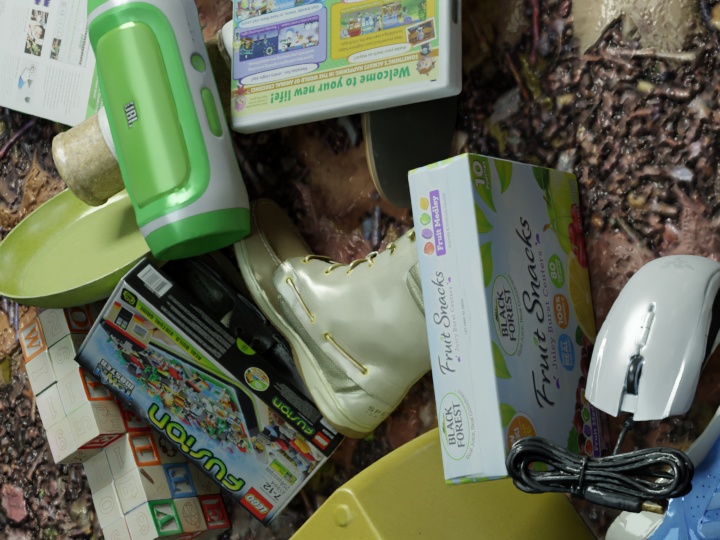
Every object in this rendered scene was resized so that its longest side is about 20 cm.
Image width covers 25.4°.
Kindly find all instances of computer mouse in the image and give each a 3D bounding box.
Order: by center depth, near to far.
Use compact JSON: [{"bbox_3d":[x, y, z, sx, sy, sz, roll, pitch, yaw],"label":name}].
[{"bbox_3d":[0.171,0.056,0.975,0.109,0.044,0.201,6,52,31],"label":"computer mouse"}]

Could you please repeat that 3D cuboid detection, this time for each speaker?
[{"bbox_3d":[-0.142,-0.114,1.175,0.088,0.088,0.202,-21,80,35],"label":"speaker"}]

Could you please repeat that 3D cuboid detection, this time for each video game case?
[{"bbox_3d":[-0.013,-0.201,1.137,0.199,0.022,0.184,-6,79,37],"label":"video game case"}]

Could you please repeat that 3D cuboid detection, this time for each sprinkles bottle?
[{"bbox_3d":[-0.148,-0.126,1.258,0.199,0.068,0.069,-30,69,16],"label":"sprinkles bottle"}]

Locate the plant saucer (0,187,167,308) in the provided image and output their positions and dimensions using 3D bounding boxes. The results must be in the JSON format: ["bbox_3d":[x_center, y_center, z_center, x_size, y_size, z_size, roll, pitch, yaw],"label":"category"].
[{"bbox_3d":[-0.203,-0.028,1.279,0.199,0.200,0.031,-2,125,38],"label":"plant saucer"}]

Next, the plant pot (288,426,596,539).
[{"bbox_3d":[0.037,0.230,1.059,0.200,0.176,0.201,-48,62,26],"label":"plant pot"}]

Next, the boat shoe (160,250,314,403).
[{"bbox_3d":[-0.097,0.055,1.241,0.201,0.066,0.072,48,113,29],"label":"boat shoe"}]

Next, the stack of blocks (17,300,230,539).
[{"bbox_3d":[-0.189,0.127,1.280,0.058,0.115,0.201,-31,70,33],"label":"stack of blocks"}]

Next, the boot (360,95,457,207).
[{"bbox_3d":[0.020,-0.141,1.171,0.075,0.073,0.202,-17,73,56],"label":"boot"}]

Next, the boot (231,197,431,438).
[{"bbox_3d":[0.000,0.000,1.166,0.155,0.072,0.201,-41,69,30],"label":"boot"}]

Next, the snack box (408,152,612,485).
[{"bbox_3d":[0.100,0.033,1.040,0.053,0.142,0.202,-13,80,36],"label":"snack box"}]

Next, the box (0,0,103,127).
[{"bbox_3d":[-0.253,-0.201,1.398,0.199,0.036,0.146,18,99,39],"label":"box"}]

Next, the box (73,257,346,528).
[{"bbox_3d":[-0.115,0.094,1.201,0.200,0.035,0.110,40,132,3],"label":"box"}]

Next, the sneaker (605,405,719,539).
[{"bbox_3d":[0.249,0.135,0.963,0.111,0.077,0.200,46,107,23],"label":"sneaker"}]
